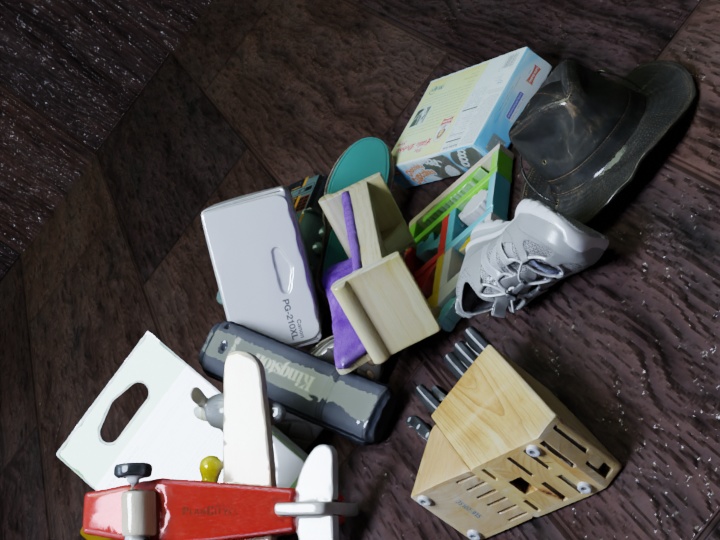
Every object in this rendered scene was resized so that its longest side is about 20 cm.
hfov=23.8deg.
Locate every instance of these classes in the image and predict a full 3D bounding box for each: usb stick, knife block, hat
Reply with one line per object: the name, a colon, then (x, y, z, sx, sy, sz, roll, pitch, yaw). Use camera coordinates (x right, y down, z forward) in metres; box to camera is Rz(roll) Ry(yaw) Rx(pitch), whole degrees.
usb stick: (-0.056, 0.096, 1.481, 0.199, 0.033, 0.056, 21, 86, 32)
knife block: (0.108, 0.094, 1.209, 0.200, 0.064, 0.176, -33, 28, 46)
hat: (0.175, -0.123, 1.388, 0.200, 0.081, 0.201, -42, 17, 17)

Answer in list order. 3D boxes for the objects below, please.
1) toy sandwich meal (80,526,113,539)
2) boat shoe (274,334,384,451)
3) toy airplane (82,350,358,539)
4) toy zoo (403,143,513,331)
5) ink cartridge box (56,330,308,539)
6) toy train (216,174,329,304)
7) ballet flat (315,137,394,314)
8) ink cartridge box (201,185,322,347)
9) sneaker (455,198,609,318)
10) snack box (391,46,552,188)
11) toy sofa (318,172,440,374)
toy sandwich meal: (-0.222, 0.216, 1.737, 0.206, 0.070, 0.205, -54, 16, 23)
boat shoe: (-0.058, 0.122, 1.551, 0.199, 0.075, 0.073, -32, 8, 15)
toy airplane: (-0.099, 0.196, 1.392, 0.200, 0.199, 0.141, -46, -8, -7)
toy zoo: (0.082, -0.015, 1.527, 0.131, 0.020, 0.200, -41, 22, 34)
ink cartridge box: (-0.150, 0.171, 1.502, 0.146, 0.200, 0.048, -53, -18, 4)
toy train: (-0.078, -0.015, 1.824, 0.114, 0.085, 0.201, -21, 37, 42)
ballet flat: (-0.009, -0.040, 1.702, 0.067, 0.068, 0.201, 87, -164, -56)
ink cartridge box: (-0.091, -0.002, 1.634, 0.084, 0.146, 0.200, -15, 4, 0)
sneaker: (0.130, 0.001, 1.328, 0.082, 0.074, 0.200, -66, 10, -14)
snack box: (0.101, -0.148, 1.686, 0.117, 0.037, 0.200, -60, 20, -16)
toy sofa: (0.000, 0.000, 1.492, 0.097, 0.083, 0.200, -25, 24, 7)
